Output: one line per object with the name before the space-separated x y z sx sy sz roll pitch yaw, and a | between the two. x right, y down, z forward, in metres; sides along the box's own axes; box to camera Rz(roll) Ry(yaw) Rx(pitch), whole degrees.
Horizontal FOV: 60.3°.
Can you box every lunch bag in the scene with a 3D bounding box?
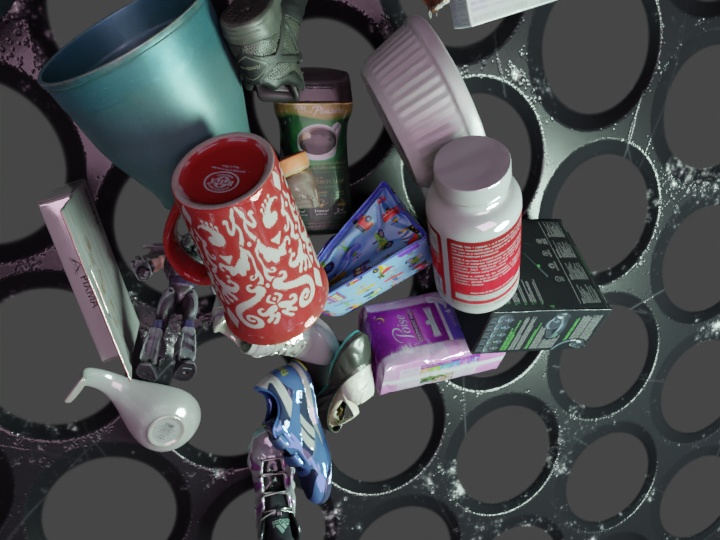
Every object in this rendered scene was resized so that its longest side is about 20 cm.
lunch bag | 0.000 0.000 0.829 0.199 0.150 0.095 -41 74 5

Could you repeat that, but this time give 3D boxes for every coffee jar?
coffee jar | -0.060 -0.153 0.797 0.101 0.085 0.207 -3 109 -12

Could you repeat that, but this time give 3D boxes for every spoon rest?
spoon rest | -0.307 0.186 0.851 0.100 0.061 0.199 -48 127 3

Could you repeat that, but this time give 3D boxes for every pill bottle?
pill bottle | 0.134 -0.051 0.728 0.110 0.113 0.203 -25 141 -8

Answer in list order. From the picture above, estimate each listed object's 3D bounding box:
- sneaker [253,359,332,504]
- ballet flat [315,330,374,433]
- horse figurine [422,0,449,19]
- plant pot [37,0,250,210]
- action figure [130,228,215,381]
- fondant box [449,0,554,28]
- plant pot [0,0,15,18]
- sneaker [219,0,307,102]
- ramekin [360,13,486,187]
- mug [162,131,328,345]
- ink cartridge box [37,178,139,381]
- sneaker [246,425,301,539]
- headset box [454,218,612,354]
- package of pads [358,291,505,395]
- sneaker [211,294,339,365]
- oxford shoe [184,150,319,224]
sneaker | -0.097 0.236 0.883 0.080 0.073 0.206 -13 84 -34
ballet flat | -0.017 0.165 0.877 0.067 0.069 0.202 -27 155 -38
horse figurine | 0.069 -0.423 0.746 0.200 0.132 0.050 47 71 -15
plant pot | -0.213 -0.181 0.694 0.197 0.201 0.190 -31 129 -5
action figure | -0.223 0.032 0.770 0.126 0.205 0.070 5 149 -9
fondant box | 0.174 -0.436 0.797 0.140 0.058 0.205 -20 110 -10
plant pot | -0.413 -0.331 0.582 0.191 0.197 0.204 16 112 -21
sneaker | -0.098 -0.271 0.716 0.074 0.203 0.116 1 133 11
ramekin | 0.075 -0.199 0.772 0.092 0.203 0.205 -27 114 5
mug | -0.135 -0.026 0.664 0.172 0.136 0.203 -16 140 -2
ink cartridge box | -0.314 0.011 0.720 0.043 0.176 0.206 -17 111 -10
sneaker | -0.119 0.342 0.903 0.075 0.140 0.206 -9 110 -13
headset box | 0.219 0.018 0.880 0.194 0.177 0.094 -1 138 -18
package of pads | 0.101 0.097 0.905 0.194 0.122 0.077 -9 139 -14
sneaker | -0.117 0.093 0.846 0.196 0.101 0.075 28 125 -19
oxford shoe | -0.137 -0.076 0.762 0.196 0.071 0.075 -18 103 31
